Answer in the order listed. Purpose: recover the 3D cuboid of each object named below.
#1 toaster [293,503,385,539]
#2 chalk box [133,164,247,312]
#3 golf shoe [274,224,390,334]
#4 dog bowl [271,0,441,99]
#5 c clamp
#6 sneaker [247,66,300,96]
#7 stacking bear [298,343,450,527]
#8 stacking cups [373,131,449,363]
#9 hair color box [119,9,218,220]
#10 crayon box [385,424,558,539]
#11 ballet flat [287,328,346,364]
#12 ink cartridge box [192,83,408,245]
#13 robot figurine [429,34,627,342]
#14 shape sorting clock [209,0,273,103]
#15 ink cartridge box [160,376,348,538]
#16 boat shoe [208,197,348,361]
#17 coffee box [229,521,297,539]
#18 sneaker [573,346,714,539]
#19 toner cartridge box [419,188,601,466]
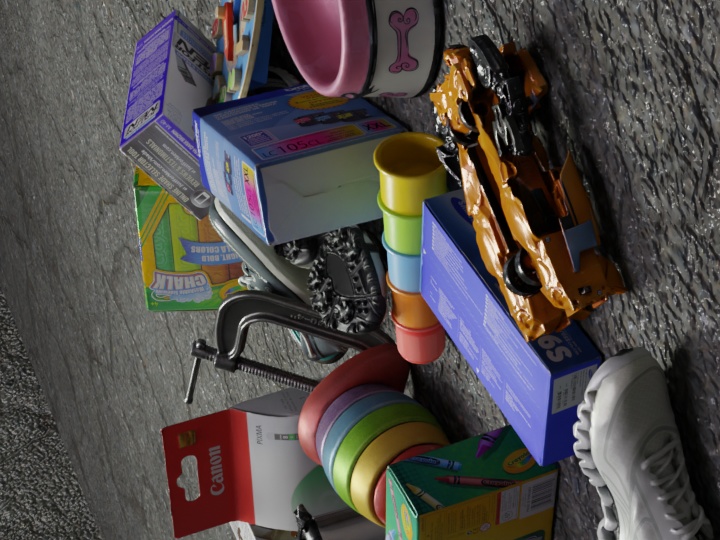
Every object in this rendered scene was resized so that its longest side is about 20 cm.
[{"bbox_3d":[0.010,0.318,1.736,0.200,0.118,0.181,109,140,-62],"label":"toaster"},{"bbox_3d":[-0.161,-0.036,1.883,0.124,0.124,0.201,-94,1,-54],"label":"chalk box"},{"bbox_3d":[0.000,0.000,1.555,0.078,0.094,0.200,-58,29,15],"label":"golf shoe"},{"bbox_3d":[-0.012,-0.222,1.406,0.200,0.074,0.201,164,90,-73],"label":"dog bowl"},{"bbox_3d":[-0.061,0.082,1.675,0.171,0.199,0.027,97,-171,-45],"label":"c clamp"},{"bbox_3d":[-0.083,-0.118,1.686,0.074,0.087,0.200,91,156,-43],"label":"sneaker"},{"bbox_3d":[0.039,0.169,1.550,0.200,0.113,0.122,43,145,50],"label":"stacking bear"},{"bbox_3d":[0.043,-0.014,1.454,0.061,0.060,0.201,-124,22,-43],"label":"stacking cups"},{"bbox_3d":[-0.164,-0.151,1.756,0.109,0.065,0.200,42,-153,-28],"label":"hair color box"},{"bbox_3d":[0.083,0.219,1.429,0.058,0.118,0.201,-124,25,-43],"label":"crayon box"},{"bbox_3d":[-0.056,-0.006,1.757,0.201,0.073,0.073,65,161,7],"label":"ballet flat"},{"bbox_3d":[-0.055,-0.099,1.539,0.200,0.136,0.077,-141,40,-60],"label":"ink cartridge box"},{"bbox_3d":[0.104,-0.060,1.221,0.145,0.058,0.201,136,116,-70],"label":"robot figurine"},{"bbox_3d":[-0.113,-0.234,1.677,0.200,0.039,0.201,-173,90,-72],"label":"shape sorting clock"},{"bbox_3d":[-0.085,0.192,1.778,0.050,0.199,0.161,-126,26,-45],"label":"ink cartridge box"},{"bbox_3d":[-0.077,0.011,1.655,0.200,0.062,0.073,45,-157,-30],"label":"boat shoe"},{"bbox_3d":[-0.050,0.306,1.916,0.080,0.114,0.200,99,148,-53],"label":"coffee box"},{"bbox_3d":[0.185,0.140,1.154,0.081,0.075,0.201,26,133,49],"label":"sneaker"},{"bbox_3d":[0.104,0.038,1.329,0.200,0.043,0.095,-123,25,-42],"label":"toner cartridge box"}]
